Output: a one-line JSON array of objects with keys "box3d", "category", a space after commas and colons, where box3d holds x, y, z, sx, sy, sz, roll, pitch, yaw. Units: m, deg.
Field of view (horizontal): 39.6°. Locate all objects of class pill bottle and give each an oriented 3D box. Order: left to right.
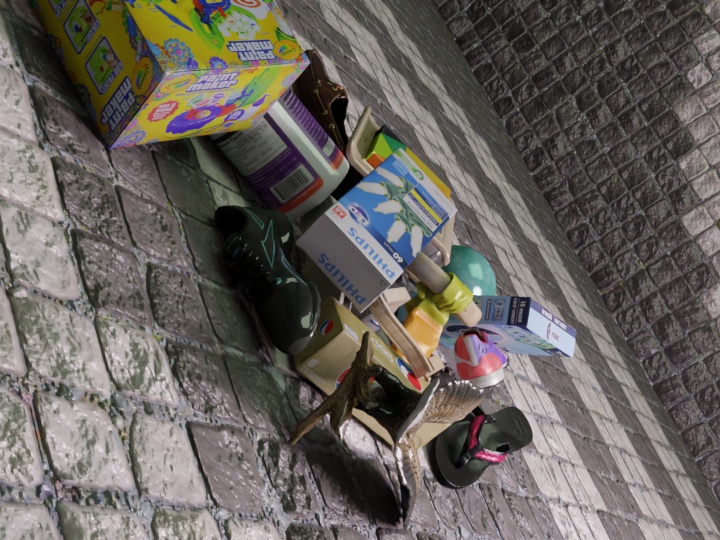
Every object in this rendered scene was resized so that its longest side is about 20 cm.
[{"box3d": [-0.114, -0.166, 1.190, 0.200, 0.111, 0.112, 50, 19, -18], "category": "pill bottle"}]

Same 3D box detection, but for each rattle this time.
[{"box3d": [0.048, 0.030, 1.268, 0.200, 0.144, 0.130, 39, 12, 36], "category": "rattle"}]

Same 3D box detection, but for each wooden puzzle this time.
[{"box3d": [0.063, -0.118, 1.303, 0.200, 0.037, 0.185, 48, 21, -13], "category": "wooden puzzle"}]

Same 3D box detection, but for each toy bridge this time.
[{"box3d": [0.030, 0.034, 1.114, 0.067, 0.027, 0.201, -2, 62, -63], "category": "toy bridge"}]

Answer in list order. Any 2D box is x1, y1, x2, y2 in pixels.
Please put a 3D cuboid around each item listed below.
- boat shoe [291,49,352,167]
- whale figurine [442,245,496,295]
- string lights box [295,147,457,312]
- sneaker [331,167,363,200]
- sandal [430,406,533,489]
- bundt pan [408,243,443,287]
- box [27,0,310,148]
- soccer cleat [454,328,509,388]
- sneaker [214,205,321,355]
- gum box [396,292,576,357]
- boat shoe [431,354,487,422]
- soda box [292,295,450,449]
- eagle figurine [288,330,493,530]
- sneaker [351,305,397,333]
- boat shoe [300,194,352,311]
[{"box3d": [-0.045, -0.211, 1.320, 0.070, 0.070, 0.202, 29, 45, -54], "category": "boat shoe"}, {"box3d": [0.169, 0.007, 1.626, 0.160, 0.103, 0.200, 54, 18, -4], "category": "whale figurine"}, {"box3d": [0.022, -0.049, 1.098, 0.103, 0.059, 0.200, 46, 36, -2], "category": "string lights box"}, {"box3d": [0.000, -0.076, 1.416, 0.201, 0.075, 0.091, 70, 12, 20], "category": "sneaker"}, {"box3d": [0.159, 0.211, 1.253, 0.199, 0.045, 0.076, -17, 75, -45], "category": "sandal"}, {"box3d": [0.072, -0.084, 1.475, 0.202, 0.075, 0.203, 155, -90, -89], "category": "bundt pan"}, {"box3d": [-0.193, -0.246, 1.010, 0.199, 0.122, 0.194, -17, 73, -49], "category": "box"}, {"box3d": [0.155, 0.106, 1.314, 0.200, 0.068, 0.074, -33, 106, -80], "category": "soccer cleat"}, {"box3d": [-0.101, 0.006, 1.022, 0.079, 0.076, 0.201, 22, 30, -37], "category": "sneaker"}, {"box3d": [0.178, 0.077, 1.402, 0.170, 0.199, 0.045, 31, 65, -53], "category": "gum box"}, {"box3d": [0.131, 0.170, 1.328, 0.201, 0.057, 0.067, 55, 18, -3], "category": "boat shoe"}, {"box3d": [0.011, 0.119, 1.085, 0.200, 0.068, 0.064, 43, 14, -34], "category": "soda box"}, {"box3d": [0.047, 0.151, 0.989, 0.200, 0.151, 0.152, 44, 29, -33], "category": "eagle figurine"}, {"box3d": [0.000, 0.000, 1.242, 0.075, 0.082, 0.201, 35, 27, -47], "category": "sneaker"}, {"box3d": [-0.029, -0.001, 1.163, 0.061, 0.071, 0.202, 40, 34, -38], "category": "boat shoe"}]
